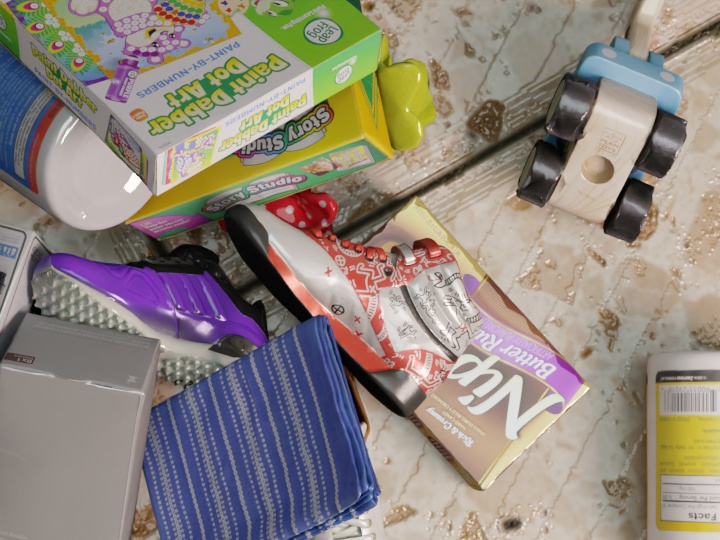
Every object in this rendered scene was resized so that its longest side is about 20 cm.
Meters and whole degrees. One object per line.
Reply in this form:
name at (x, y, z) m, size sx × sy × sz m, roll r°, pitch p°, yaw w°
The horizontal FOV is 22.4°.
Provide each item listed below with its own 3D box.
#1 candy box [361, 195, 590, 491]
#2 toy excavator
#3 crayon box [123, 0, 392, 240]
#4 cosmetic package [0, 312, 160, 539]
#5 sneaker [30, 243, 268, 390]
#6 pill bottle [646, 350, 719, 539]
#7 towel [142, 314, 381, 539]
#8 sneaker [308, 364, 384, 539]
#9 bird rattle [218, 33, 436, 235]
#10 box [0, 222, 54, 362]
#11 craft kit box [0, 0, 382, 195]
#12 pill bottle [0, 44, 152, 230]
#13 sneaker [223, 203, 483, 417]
candy box at (0.065, 0.057, 1.394) m, size 0.117 × 0.056 × 0.200 m, roll -42°, pitch 87°, yaw -7°
toy excavator at (0.204, -0.153, 1.406) m, size 0.099 × 0.200 × 0.195 m, roll 20°, pitch 128°, yaw -2°
crayon box at (-0.090, -0.137, 1.346) m, size 0.199 × 0.058 × 0.174 m, roll -18°, pitch 71°, yaw 20°
cosmetic package at (-0.211, 0.141, 1.308) m, size 0.106 × 0.090 × 0.201 m, roll 13°, pitch 114°, yaw -2°
sneaker at (-0.152, 0.019, 1.356) m, size 0.199 × 0.069 × 0.100 m, roll 29°, pitch 56°, yaw -29°
pill bottle at (0.270, 0.162, 1.369) m, size 0.110 × 0.111 × 0.202 m, roll 2°, pitch 85°, yaw -4°
towel at (-0.081, 0.134, 1.298) m, size 0.199 × 0.024 × 0.146 m, roll -30°, pitch 66°, yaw 29°
sneaker at (-0.023, 0.157, 1.365) m, size 0.072 × 0.085 × 0.201 m, roll -10°, pitch 86°, yaw -7°
bird rattle at (-0.040, -0.110, 1.401) m, size 0.200 × 0.113 × 0.163 m, roll -40°, pitch 76°, yaw 7°
box at (-0.282, 0.072, 1.324) m, size 0.060 × 0.117 × 0.201 m, roll 14°, pitch 77°, yaw 8°
craft kit box at (-0.123, -0.165, 1.248) m, size 0.200 × 0.049 × 0.197 m, roll -33°, pitch 64°, yaw -29°
pill bottle at (-0.237, -0.116, 1.323) m, size 0.200 × 0.112 × 0.112 m, roll 32°, pitch 82°, yaw 38°
sneaker at (0.000, 0.000, 1.326) m, size 0.108 × 0.067 × 0.201 m, roll -45°, pitch 98°, yaw -13°
